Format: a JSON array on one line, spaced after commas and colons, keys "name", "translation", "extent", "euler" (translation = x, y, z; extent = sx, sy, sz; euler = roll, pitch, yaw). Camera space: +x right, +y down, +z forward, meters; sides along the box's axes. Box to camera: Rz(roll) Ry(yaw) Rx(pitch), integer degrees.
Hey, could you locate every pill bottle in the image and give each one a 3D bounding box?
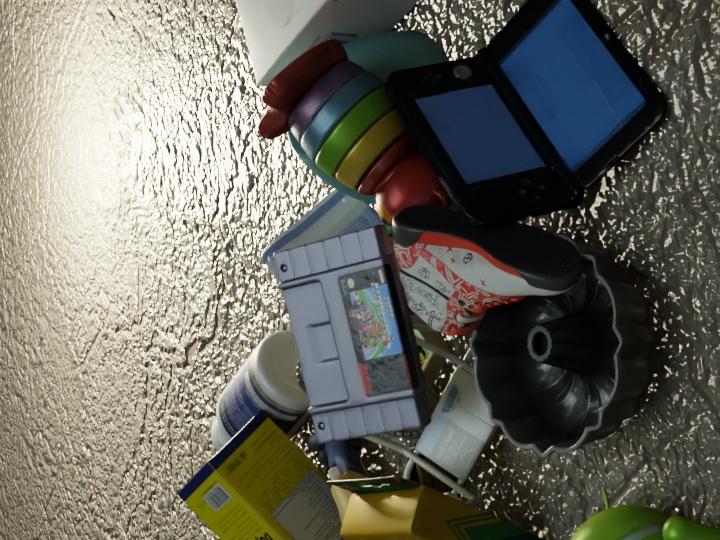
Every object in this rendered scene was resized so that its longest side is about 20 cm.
[{"name": "pill bottle", "translation": [-0.123, 0.174, 1.462], "extent": [0.200, 0.111, 0.111], "euler": [-51, 52, 44]}]

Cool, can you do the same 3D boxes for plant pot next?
[{"name": "plant pot", "translation": [-0.003, -0.168, 1.240], "extent": [0.200, 0.134, 0.201], "euler": [7, 99, 56]}]

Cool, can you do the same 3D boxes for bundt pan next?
[{"name": "bundt pan", "translation": [0.190, 0.065, 1.018], "extent": [0.202, 0.076, 0.203], "euler": [-1, 89, 57]}]

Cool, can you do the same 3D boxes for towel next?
[{"name": "towel", "translation": [-0.019, -0.007, 1.297], "extent": [0.147, 0.024, 0.200], "euler": [-40, 50, -2]}]

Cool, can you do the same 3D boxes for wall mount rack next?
[{"name": "wall mount rack", "translation": [0.070, 0.143, 1.138], "extent": [0.173, 0.075, 0.201], "euler": [31, 99, 24]}]

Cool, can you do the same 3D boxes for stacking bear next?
[{"name": "stacking bear", "translation": [0.009, -0.121, 1.102], "extent": [0.200, 0.114, 0.121], "euler": [45, 162, 6]}]

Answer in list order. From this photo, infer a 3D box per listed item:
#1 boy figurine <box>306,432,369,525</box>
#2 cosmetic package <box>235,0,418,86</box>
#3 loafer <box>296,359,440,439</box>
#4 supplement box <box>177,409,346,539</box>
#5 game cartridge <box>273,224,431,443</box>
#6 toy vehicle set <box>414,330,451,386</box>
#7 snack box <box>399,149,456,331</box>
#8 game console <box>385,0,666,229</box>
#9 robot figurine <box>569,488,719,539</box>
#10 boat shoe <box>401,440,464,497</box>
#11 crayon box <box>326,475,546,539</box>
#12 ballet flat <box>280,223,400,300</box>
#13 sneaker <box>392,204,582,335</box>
[{"name": "boy figurine", "translation": [-0.004, 0.281, 1.305], "extent": [0.124, 0.064, 0.200], "euler": [58, -168, -51]}, {"name": "cosmetic package", "translation": [-0.052, -0.350, 1.307], "extent": [0.199, 0.123, 0.201], "euler": [-38, 63, 51]}, {"name": "loafer", "translation": [0.018, 0.129, 1.248], "extent": [0.200, 0.067, 0.076], "euler": [22, 105, 36]}, {"name": "supplement box", "translation": [-0.106, 0.293, 1.374], "extent": [0.200, 0.109, 0.110], "euler": [45, 137, 3]}, {"name": "game cartridge", "translation": [-0.008, 0.064, 1.103], "extent": [0.129, 0.038, 0.201], "euler": [-14, 89, 34]}, {"name": "toy vehicle set", "translation": [0.024, 0.070, 1.312], "extent": [0.200, 0.026, 0.125], "euler": [55, 134, 38]}, {"name": "snack box", "translation": [0.079, -0.038, 1.141], "extent": [0.024, 0.072, 0.201], "euler": [95, 180, -75]}, {"name": "game console", "translation": [0.143, -0.160, 1.021], "extent": [0.117, 0.175, 0.200], "euler": [103, 146, -51]}, {"name": "robot figurine", "translation": [0.245, 0.281, 0.925], "extent": [0.200, 0.115, 0.176], "euler": [53, 132, 40]}, {"name": "boat shoe", "translation": [0.063, 0.272, 1.234], "extent": [0.072, 0.068, 0.201], "euler": [29, 116, 51]}, {"name": "crayon box", "translation": [0.071, 0.261, 1.107], "extent": [0.127, 0.200, 0.051], "euler": [-21, 46, 55]}, {"name": "ballet flat", "translation": [0.000, 0.000, 1.217], "extent": [0.068, 0.200, 0.067], "euler": [-2, 113, 60]}, {"name": "sneaker", "translation": [0.116, 0.013, 1.017], "extent": [0.201, 0.067, 0.108], "euler": [19, 130, 39]}]
